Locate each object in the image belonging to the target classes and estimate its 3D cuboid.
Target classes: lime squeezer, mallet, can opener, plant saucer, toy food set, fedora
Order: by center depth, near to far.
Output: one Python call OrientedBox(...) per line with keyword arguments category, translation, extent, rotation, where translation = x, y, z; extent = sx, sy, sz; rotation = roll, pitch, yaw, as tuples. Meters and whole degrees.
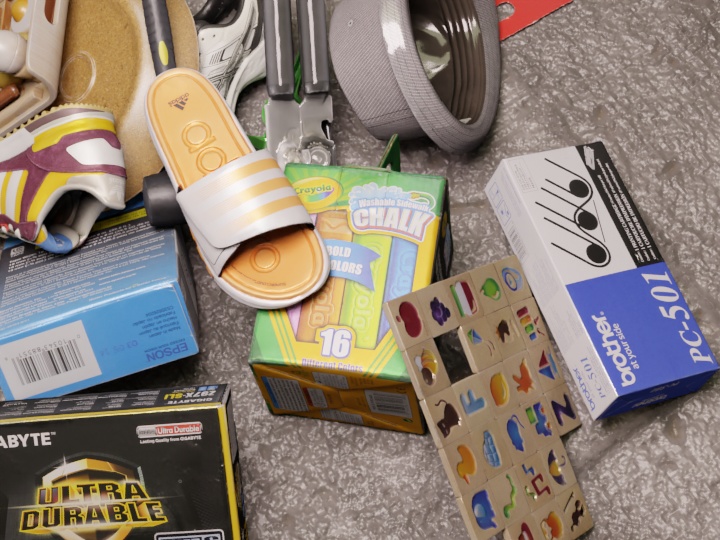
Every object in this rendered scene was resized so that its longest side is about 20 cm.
OrientedBox(category="mallet", translation=(-0.151, -0.131, 1.050), extent=(0.065, 0.041, 0.202), rotation=(-17, 94, -10))
OrientedBox(category="fedora", translation=(0.036, -0.176, 1.102), extent=(0.090, 0.177, 0.202), rotation=(-15, 53, 28))
OrientedBox(category="can opener", translation=(-0.051, -0.150, 1.104), extent=(0.053, 0.067, 0.202), rotation=(-3, 92, -7))
OrientedBox(category="plant saucer", translation=(-0.213, -0.147, 1.120), extent=(0.199, 0.035, 0.203), rotation=(-8, 75, 34))
OrientedBox(category="toy food set", translation=(-0.299, -0.182, 1.134), extent=(0.199, 0.060, 0.145), rotation=(-22, 58, 43))
OrientedBox(category="lime squeezer", translation=(-0.072, -0.130, 1.137), extent=(0.037, 0.071, 0.201), rotation=(-1, 35, 25))

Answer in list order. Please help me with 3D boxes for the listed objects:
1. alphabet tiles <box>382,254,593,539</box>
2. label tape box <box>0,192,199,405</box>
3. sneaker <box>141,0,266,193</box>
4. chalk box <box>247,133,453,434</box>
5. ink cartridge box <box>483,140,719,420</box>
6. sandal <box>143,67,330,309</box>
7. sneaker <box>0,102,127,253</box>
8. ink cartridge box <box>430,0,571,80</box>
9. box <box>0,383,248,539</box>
OrientedBox(category="alphabet tiles", translation=(0.100, 0.098, 0.978), extent=(0.008, 0.167, 0.202), rotation=(-23, 87, 38))
OrientedBox(category="label tape box", translation=(-0.199, 0.012, 1.075), extent=(0.143, 0.064, 0.200), rotation=(-17, 26, -1))
OrientedBox(category="sneaker", translation=(-0.135, -0.155, 1.130), extent=(0.075, 0.088, 0.201), rotation=(11, 63, 36))
OrientedBox(category="chalk box", translation=(0.000, 0.000, 1.041), extent=(0.122, 0.125, 0.202), rotation=(6, 67, 8))
OrientedBox(category="ink cartridge box", translation=(0.175, 0.003, 1.047), extent=(0.093, 0.044, 0.201), rotation=(-11, 65, -25))
OrientedBox(category="sandal", translation=(-0.097, -0.065, 0.977), extent=(0.079, 0.059, 0.208), rotation=(-31, 69, -7))
OrientedBox(category="sneaker", translation=(-0.255, -0.047, 1.069), extent=(0.199, 0.075, 0.091), rotation=(-28, 68, 34))
OrientedBox(category="ink cartridge box", translation=(0.061, -0.273, 1.190), extent=(0.160, 0.050, 0.201), rotation=(-30, 66, -6))
OrientedBox(category="box", translation=(-0.179, 0.168, 0.985), extent=(0.198, 0.049, 0.162), rotation=(-4, 105, 4))
